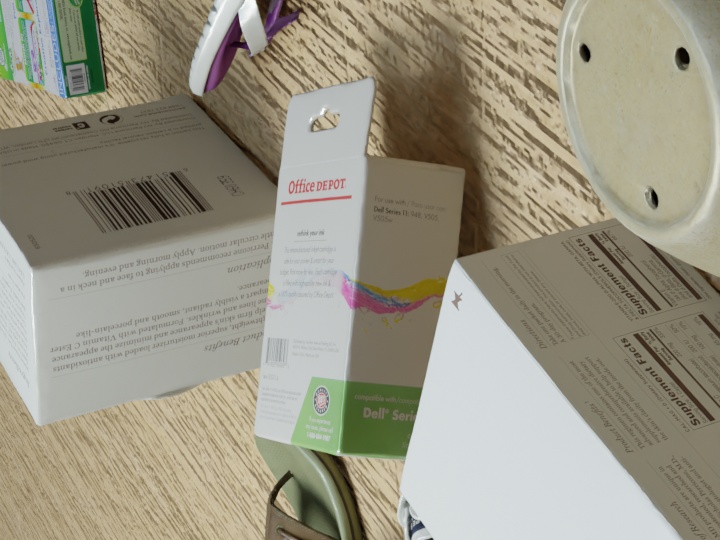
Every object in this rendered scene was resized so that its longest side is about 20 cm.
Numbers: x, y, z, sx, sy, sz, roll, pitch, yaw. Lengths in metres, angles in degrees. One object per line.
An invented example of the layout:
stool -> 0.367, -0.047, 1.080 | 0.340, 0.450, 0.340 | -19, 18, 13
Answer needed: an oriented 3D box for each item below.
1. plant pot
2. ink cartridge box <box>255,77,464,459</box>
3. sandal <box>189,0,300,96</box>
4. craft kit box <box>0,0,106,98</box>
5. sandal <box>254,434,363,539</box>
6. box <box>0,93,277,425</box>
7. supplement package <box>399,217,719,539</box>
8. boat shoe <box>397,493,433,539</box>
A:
plant pot -> 0.146, -0.072, 0.544 | 0.200, 0.133, 0.202 | 48, 148, 45
ink cartridge box -> 0.000, 0.000, 0.912 | 0.117, 0.067, 0.202 | 1, 85, 63
sandal -> -0.063, -0.170, 1.023 | 0.050, 0.083, 0.203 | 29, 144, -4
craft kit box -> -0.293, -0.265, 1.449 | 0.197, 0.048, 0.202 | 20, 120, 57
sandal -> -0.034, 0.200, 1.133 | 0.080, 0.057, 0.203 | -47, 60, 59
box -> -0.174, -0.015, 1.151 | 0.200, 0.197, 0.132 | 45, 139, 46
supplement package -> 0.121, 0.103, 0.723 | 0.200, 0.110, 0.157 | 54, 146, 39
boat shoe -> 0.056, 0.140, 0.919 | 0.201, 0.065, 0.074 | 64, 152, 25
